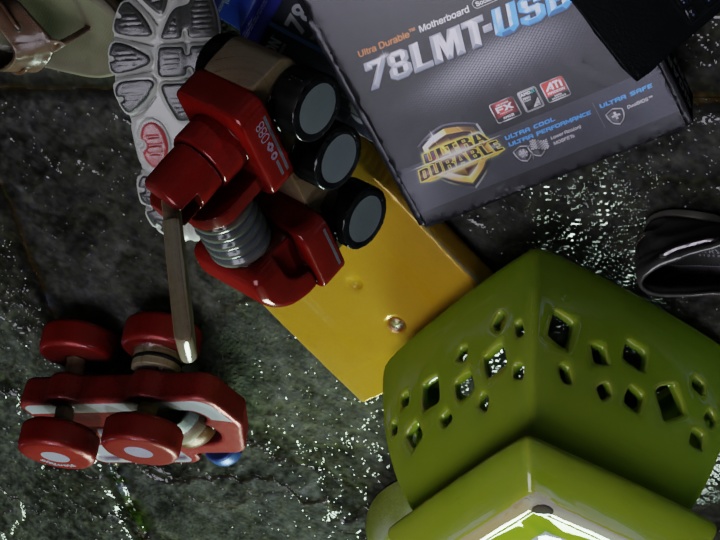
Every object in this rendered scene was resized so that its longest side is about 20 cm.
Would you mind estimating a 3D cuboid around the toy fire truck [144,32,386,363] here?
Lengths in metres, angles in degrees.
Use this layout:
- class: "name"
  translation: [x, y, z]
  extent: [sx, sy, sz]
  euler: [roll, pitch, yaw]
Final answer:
- class: "toy fire truck"
  translation: [-0.081, -0.026, 1.195]
  extent: [0.128, 0.200, 0.176]
  euler: [27, 156, 34]

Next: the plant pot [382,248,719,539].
- class: "plant pot"
  translation: [0.138, 0.135, 1.313]
  extent: [0.198, 0.182, 0.200]
  euler: [26, 139, -23]

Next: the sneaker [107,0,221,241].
- class: "sneaker"
  translation: [-0.131, -0.122, 1.287]
  extent: [0.080, 0.084, 0.201]
  euler: [1, 118, 2]

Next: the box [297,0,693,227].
- class: "box"
  translation: [0.083, -0.148, 1.153]
  extent: [0.199, 0.050, 0.199]
  euler: [-20, 117, 22]

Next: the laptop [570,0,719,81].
- class: "laptop"
  translation: [0.196, -0.222, 1.026]
  extent: [0.200, 0.103, 0.177]
  euler: [-40, 112, 6]

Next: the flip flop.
- class: "flip flop"
  translation: [-0.252, -0.172, 1.296]
  extent: [0.199, 0.058, 0.081]
  euler: [13, 135, 11]

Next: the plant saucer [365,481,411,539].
- class: "plant saucer"
  translation: [0.095, 0.255, 1.576]
  extent: [0.199, 0.031, 0.201]
  euler: [12, 135, 12]

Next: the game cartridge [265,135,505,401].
- class: "game cartridge"
  translation: [0.000, 0.000, 1.378]
  extent: [0.176, 0.033, 0.200]
  euler: [-27, 114, 39]

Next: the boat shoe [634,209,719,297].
- class: "boat shoe"
  translation: [0.284, -0.004, 1.235]
  extent: [0.199, 0.057, 0.067]
  euler: [1, 132, 22]

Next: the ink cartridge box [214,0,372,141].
- class: "ink cartridge box"
  translation: [-0.008, -0.149, 1.232]
  extent: [0.199, 0.039, 0.100]
  euler: [29, 136, -5]

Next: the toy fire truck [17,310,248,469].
- class: "toy fire truck"
  translation: [-0.180, 0.120, 1.523]
  extent: [0.199, 0.113, 0.168]
  euler: [-4, 154, 26]
